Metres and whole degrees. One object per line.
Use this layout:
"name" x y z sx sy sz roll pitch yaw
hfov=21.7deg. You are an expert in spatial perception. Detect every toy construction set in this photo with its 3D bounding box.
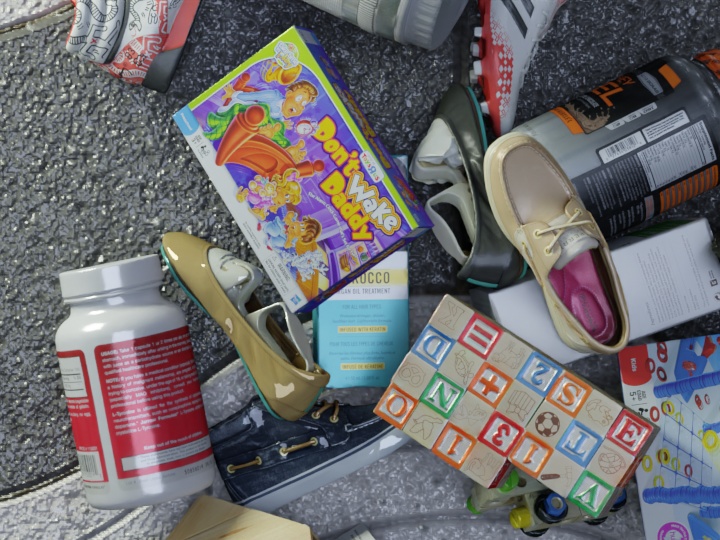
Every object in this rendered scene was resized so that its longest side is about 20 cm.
"toy construction set" 0.166 0.158 1.633 0.200 0.092 0.131 -13 68 -13

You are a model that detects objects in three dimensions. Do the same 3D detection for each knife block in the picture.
"knife block" -0.136 0.278 1.556 0.176 0.200 0.064 -54 131 -26

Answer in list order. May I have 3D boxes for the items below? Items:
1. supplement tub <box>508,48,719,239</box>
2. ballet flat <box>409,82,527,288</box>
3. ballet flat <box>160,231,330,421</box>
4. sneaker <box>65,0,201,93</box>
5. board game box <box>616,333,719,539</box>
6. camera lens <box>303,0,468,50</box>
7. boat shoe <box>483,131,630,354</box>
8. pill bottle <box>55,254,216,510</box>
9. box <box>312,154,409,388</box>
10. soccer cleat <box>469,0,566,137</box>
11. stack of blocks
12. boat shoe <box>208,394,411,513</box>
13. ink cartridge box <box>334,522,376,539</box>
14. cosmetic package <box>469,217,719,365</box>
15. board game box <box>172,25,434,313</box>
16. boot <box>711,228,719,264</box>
"supplement tub" 0.235 -0.105 1.608 0.200 0.123 0.123 -26 95 -5
"ballet flat" 0.083 -0.075 1.581 0.068 0.068 0.200 -6 59 -17
"ballet flat" -0.092 0.033 1.582 0.063 0.069 0.200 -42 76 22
"sneaker" -0.180 -0.260 1.584 0.108 0.067 0.202 20 92 -9
"board game box" 0.321 0.150 1.536 0.196 0.056 0.200 -9 69 7
"camera lens" 0.001 -0.288 1.540 0.200 0.160 0.160 26 89 8
"boat shoe" 0.166 -0.020 1.509 0.074 0.069 0.200 -32 105 -11
"pill bottle" -0.192 0.092 1.572 0.112 0.112 0.200 -11 93 -6
"box" 0.000 0.000 1.622 0.082 0.049 0.200 -1 92 -7
"soccer cleat" 0.138 -0.215 1.622 0.085 0.069 0.200 -1 87 -1
"stack of blocks" 0.127 0.121 1.517 0.200 0.059 0.115 32 94 15
"boat shoe" -0.035 0.132 1.603 0.200 0.071 0.091 -28 94 5
"ink cartridge box" -0.038 0.335 1.612 0.200 0.083 0.147 -33 96 -5
"cosmetic package" 0.205 0.024 1.618 0.200 0.108 0.085 -18 94 -7
"board game box" -0.049 -0.084 1.571 0.134 0.045 0.200 -35 80 17
"boot" 0.388 0.001 1.598 0.079 0.211 0.158 -33 94 32
